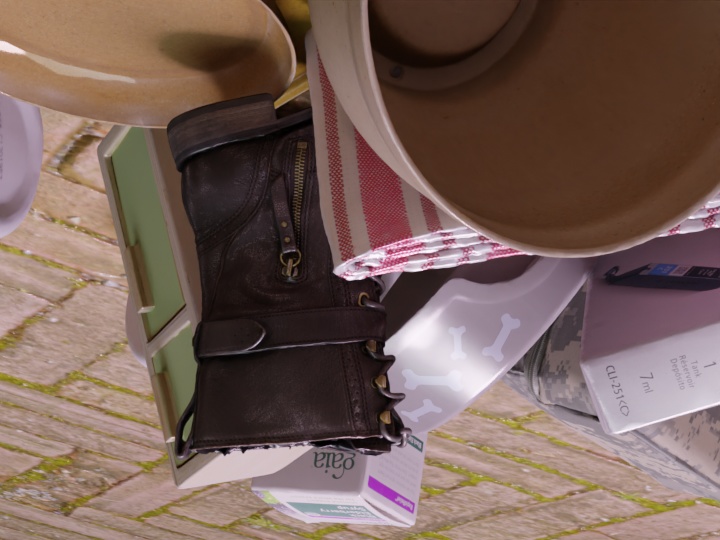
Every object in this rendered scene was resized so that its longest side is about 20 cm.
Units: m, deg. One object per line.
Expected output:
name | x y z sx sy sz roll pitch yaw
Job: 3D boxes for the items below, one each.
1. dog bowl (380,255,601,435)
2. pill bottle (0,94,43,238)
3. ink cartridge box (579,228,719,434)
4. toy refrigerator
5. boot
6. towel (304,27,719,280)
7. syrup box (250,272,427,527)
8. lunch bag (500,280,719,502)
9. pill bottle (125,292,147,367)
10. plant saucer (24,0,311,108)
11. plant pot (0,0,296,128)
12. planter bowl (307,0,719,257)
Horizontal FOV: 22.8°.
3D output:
dog bowl | 0.062 0.003 0.959 0.059 0.201 0.200 41 152 -8
pill bottle | -0.295 -0.074 1.046 0.198 0.110 0.109 2 158 20
ink cartridge box | 0.199 -0.001 0.871 0.174 0.200 0.045 -17 108 15
toy refrigerator | -0.084 0.008 0.964 0.069 0.202 0.076 -6 162 -31
boot | 0.000 0.000 0.847 0.198 0.176 0.069 -11 167 6
towel | 0.076 -0.072 0.781 0.198 0.147 0.030 -9 140 0
syrup box | -0.002 0.055 1.125 0.078 0.202 0.081 -1 157 28
lunch bag | 0.162 0.044 1.117 0.199 0.141 0.167 31 167 -39
pill bottle | -0.053 0.043 1.238 0.199 0.115 0.114 25 154 -34
plant saucer | -0.073 -0.138 0.870 0.199 0.049 0.199 22 156 -27
plant pot | -0.125 -0.122 0.829 0.198 0.028 0.200 9 160 3
planter bowl | 0.060 -0.119 0.701 0.199 0.202 0.135 22 -177 -30
